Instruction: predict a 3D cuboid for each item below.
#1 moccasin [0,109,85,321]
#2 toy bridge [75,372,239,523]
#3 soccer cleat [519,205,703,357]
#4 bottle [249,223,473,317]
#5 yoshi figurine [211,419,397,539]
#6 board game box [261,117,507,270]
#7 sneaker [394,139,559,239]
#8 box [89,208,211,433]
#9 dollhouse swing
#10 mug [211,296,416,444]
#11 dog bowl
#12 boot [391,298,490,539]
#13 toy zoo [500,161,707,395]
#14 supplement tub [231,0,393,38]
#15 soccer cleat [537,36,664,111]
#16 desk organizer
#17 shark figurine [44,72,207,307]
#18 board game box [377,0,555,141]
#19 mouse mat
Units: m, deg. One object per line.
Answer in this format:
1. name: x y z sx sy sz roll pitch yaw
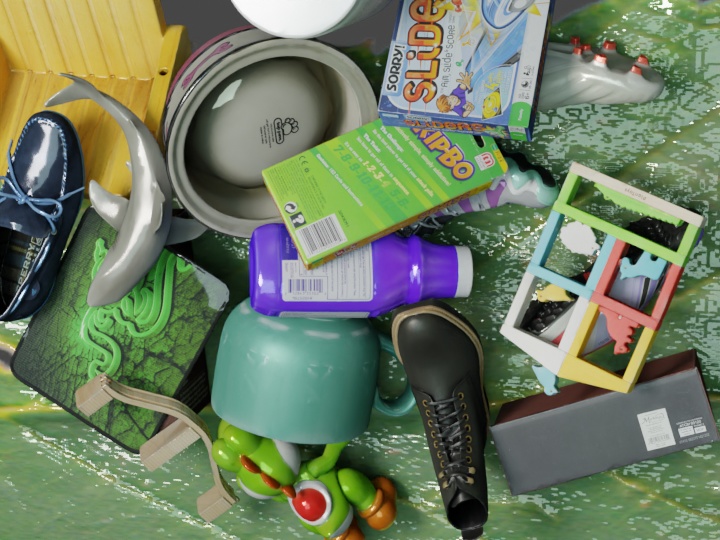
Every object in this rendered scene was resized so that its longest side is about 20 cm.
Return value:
1. moccasin: -0.297 -0.044 1.513 0.080 0.068 0.201 13 106 13
2. toy bridge: -0.177 0.161 1.562 0.067 0.027 0.200 -36 122 12
3. soccer cleat: 0.241 0.018 1.527 0.200 0.068 0.073 -38 116 14
4. bottle: 0.000 0.000 1.490 0.199 0.065 0.084 0 74 -10
5. yoshi figurine: -0.063 0.189 1.595 0.200 0.112 0.113 35 66 -31
6. board game box: 0.023 -0.084 1.461 0.199 0.030 0.096 -25 75 -5
7. sneaker: 0.077 -0.057 1.538 0.199 0.078 0.141 21 108 17
8. box: -0.202 0.048 1.606 0.074 0.100 0.201 -1 102 13
9. dollhouse swing: -0.274 -0.187 1.517 0.199 0.176 0.183 6 67 11
10. mug: -0.046 0.080 1.564 0.152 0.184 0.115 22 109 40
11. dog bowl: -0.087 -0.131 1.483 0.199 0.074 0.201 -12 126 -17
12. boot: 0.082 0.135 1.497 0.077 0.139 0.200 -15 134 15
13. toy zoo: 0.209 0.020 1.481 0.131 0.020 0.201 25 98 21
14. supplement tub: -0.034 -0.274 1.442 0.131 0.200 0.133 3 103 12
15. soccer cleat: 0.173 -0.171 1.494 0.199 0.069 0.078 13 114 14
16. desk organizer: 0.227 0.139 1.542 0.199 0.077 0.072 -18 99 16
17. shark figurine: -0.197 -0.080 1.468 0.127 0.089 0.216 -13 104 -14
18. board game box: 0.100 -0.218 1.459 0.134 0.034 0.201 7 73 13
19. mouse mat: -0.229 0.057 1.560 0.160 0.008 0.201 31 107 5
